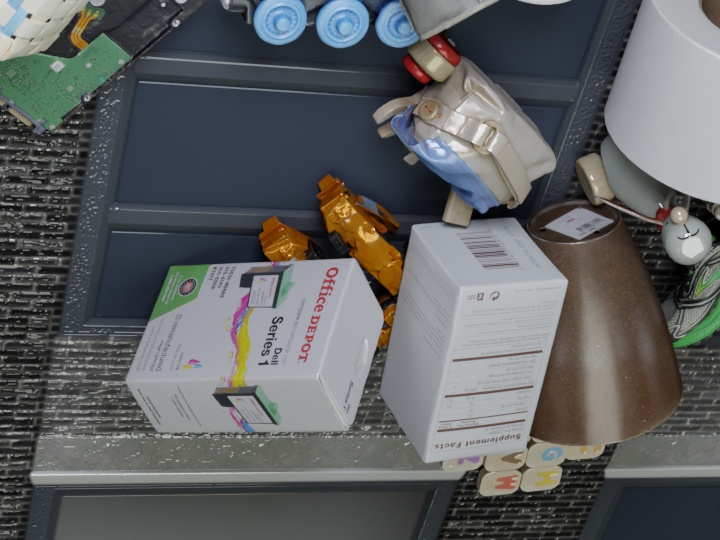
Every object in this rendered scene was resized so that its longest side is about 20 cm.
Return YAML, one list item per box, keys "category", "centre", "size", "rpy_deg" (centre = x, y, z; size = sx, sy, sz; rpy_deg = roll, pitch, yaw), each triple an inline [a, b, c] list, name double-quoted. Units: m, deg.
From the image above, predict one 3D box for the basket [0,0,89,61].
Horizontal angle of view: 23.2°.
- category: "basket"
  centre: [-0.284, -0.267, 1.319]
  size: [0.176, 0.139, 0.200]
  rpy_deg: [-42, 92, 21]

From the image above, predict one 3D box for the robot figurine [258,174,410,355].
- category: "robot figurine"
  centre: [0.000, 0.000, 1.702]
  size: [0.145, 0.058, 0.200]
  rpy_deg: [-34, 131, 14]

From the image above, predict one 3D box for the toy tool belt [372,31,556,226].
- category: "toy tool belt"
  centre: [0.076, -0.122, 1.576]
  size: [0.123, 0.125, 0.200]
  rpy_deg: [-42, 132, 11]

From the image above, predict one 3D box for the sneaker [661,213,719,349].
- category: "sneaker"
  centre: [0.354, -0.007, 1.808]
  size: [0.085, 0.078, 0.200]
  rpy_deg: [23, 112, -25]

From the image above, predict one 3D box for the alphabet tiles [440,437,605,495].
- category: "alphabet tiles"
  centre: [0.190, 0.175, 1.946]
  size: [0.194, 0.015, 0.201]
  rpy_deg: [-4, 131, -15]

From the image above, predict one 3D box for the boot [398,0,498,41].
- category: "boot"
  centre: [0.072, -0.307, 1.379]
  size: [0.181, 0.073, 0.201]
  rpy_deg: [-31, 89, 24]

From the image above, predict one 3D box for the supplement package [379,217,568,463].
- category: "supplement package"
  centre: [0.105, 0.066, 1.679]
  size: [0.117, 0.117, 0.201]
  rpy_deg: [-5, 124, -24]

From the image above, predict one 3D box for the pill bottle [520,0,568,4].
- category: "pill bottle"
  centre: [0.158, -0.325, 1.428]
  size: [0.114, 0.115, 0.201]
  rpy_deg: [-3, 131, -15]

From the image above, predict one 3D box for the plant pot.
- category: "plant pot"
  centre: [0.221, 0.039, 1.742]
  size: [0.186, 0.187, 0.201]
  rpy_deg: [-12, 118, -7]

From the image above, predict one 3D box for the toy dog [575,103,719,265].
- category: "toy dog"
  centre: [0.269, -0.091, 1.635]
  size: [0.132, 0.200, 0.097]
  rpy_deg: [-38, 125, -17]

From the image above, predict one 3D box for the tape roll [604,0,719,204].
- category: "tape roll"
  centre: [0.332, -0.169, 1.562]
  size: [0.202, 0.203, 0.140]
  rpy_deg: [1, 129, -18]

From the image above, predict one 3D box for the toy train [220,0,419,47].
- category: "toy train"
  centre: [-0.017, -0.251, 1.461]
  size: [0.199, 0.087, 0.115]
  rpy_deg: [-1, 124, -17]

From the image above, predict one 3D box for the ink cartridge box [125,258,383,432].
- category: "ink cartridge box"
  centre: [-0.095, 0.070, 1.623]
  size: [0.199, 0.145, 0.084]
  rpy_deg: [-3, 137, 23]

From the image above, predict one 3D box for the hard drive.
- category: "hard drive"
  centre: [-0.241, -0.214, 1.452]
  size: [0.200, 0.038, 0.140]
  rpy_deg: [-39, 130, 16]
